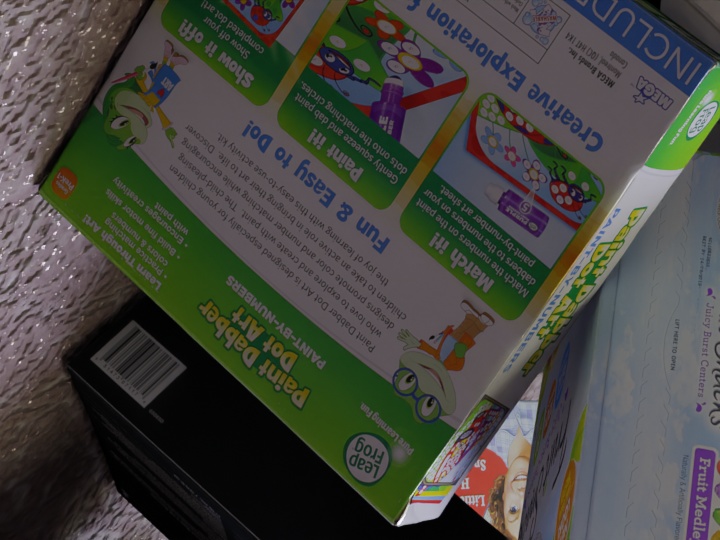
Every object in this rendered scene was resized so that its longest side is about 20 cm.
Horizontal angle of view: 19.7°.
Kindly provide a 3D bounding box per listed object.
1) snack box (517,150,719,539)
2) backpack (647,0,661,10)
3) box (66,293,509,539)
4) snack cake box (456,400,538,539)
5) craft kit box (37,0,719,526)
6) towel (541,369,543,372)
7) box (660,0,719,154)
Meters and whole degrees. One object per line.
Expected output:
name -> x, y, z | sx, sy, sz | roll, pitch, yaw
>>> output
snack box -> 0.104, 0.074, 0.809 | 0.200, 0.067, 0.170 | 96, 5, -62
backpack -> 0.180, -0.077, 0.978 | 0.199, 0.135, 0.184 | -18, 128, -17
box -> -0.029, 0.109, 0.935 | 0.079, 0.200, 0.141 | -42, 157, -20
snack cake box -> 0.071, 0.134, 1.202 | 0.199, 0.067, 0.116 | 4, 82, -46
craft kit box -> 0.004, -0.048, 0.752 | 0.198, 0.200, 0.048 | -54, 157, 14
towel -> 0.134, -0.022, 1.234 | 0.199, 0.048, 0.172 | -28, 147, -41
box -> 0.219, -0.005, 0.826 | 0.130, 0.199, 0.201 | -17, 129, -14
